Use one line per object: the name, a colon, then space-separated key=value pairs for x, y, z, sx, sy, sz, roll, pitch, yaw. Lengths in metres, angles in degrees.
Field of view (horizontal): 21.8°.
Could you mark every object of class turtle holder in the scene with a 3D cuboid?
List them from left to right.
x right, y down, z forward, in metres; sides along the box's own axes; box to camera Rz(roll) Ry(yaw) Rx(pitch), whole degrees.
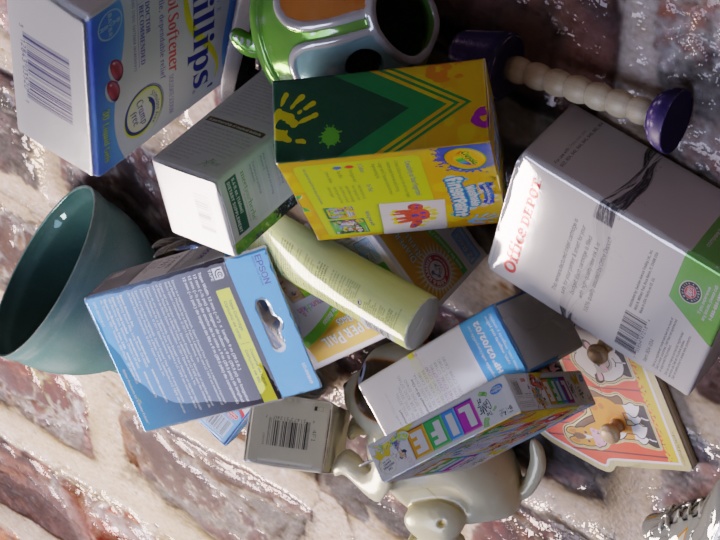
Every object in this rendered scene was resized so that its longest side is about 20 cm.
turtle holder: x=-0.001 y=-0.181 z=1.509 sx=0.131 sy=0.141 sz=0.186 roll=-2 pitch=121 yaw=45

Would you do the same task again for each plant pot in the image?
plant pot: x=-0.281 y=0.029 z=1.978 sx=0.134 sy=0.202 sz=0.200 roll=29 pitch=151 yaw=-25

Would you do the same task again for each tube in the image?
tube: x=-0.024 y=0.001 z=1.613 sx=0.199 sy=0.052 sz=0.058 roll=28 pitch=100 yaw=26

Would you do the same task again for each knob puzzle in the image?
knob puzzle: x=0.188 y=0.107 z=1.687 sx=0.219 sy=0.030 sz=0.221 roll=27 pitch=141 yaw=25

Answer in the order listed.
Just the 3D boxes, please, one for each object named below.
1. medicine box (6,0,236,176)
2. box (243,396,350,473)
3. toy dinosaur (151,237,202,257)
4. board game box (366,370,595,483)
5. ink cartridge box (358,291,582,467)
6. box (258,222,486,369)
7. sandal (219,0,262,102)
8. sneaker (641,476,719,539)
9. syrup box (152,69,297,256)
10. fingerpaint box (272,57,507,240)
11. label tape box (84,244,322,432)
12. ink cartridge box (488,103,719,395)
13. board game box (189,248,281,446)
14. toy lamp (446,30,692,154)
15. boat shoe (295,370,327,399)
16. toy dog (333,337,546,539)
medicine box: x=-0.202 y=-0.218 z=1.627 sx=0.103 sy=0.200 sz=0.183 roll=31 pitch=142 yaw=23
box: x=-0.060 y=0.161 z=1.823 sx=0.081 sy=0.069 sz=0.200 roll=7 pitch=174 yaw=7
toy dinosaur: x=-0.131 y=-0.011 z=1.810 sx=0.104 sy=0.183 sz=0.200 roll=1 pitch=156 yaw=32
board game box: x=0.105 y=0.129 z=1.567 sx=0.134 sy=0.200 sz=0.034 roll=-29 pitch=77 yaw=21
ink cartridge box: x=0.081 y=0.091 z=1.629 sx=0.199 sy=0.115 sz=0.068 roll=-33 pitch=82 yaw=31
box: x=0.000 y=0.000 z=1.703 sx=0.113 sy=0.101 sz=0.200 roll=53 pitch=139 yaw=-9
sandal: x=-0.088 y=-0.211 z=1.631 sx=0.043 sy=0.076 sz=0.201 roll=17 pitch=141 yaw=1
sneaker: x=0.295 y=0.235 z=1.669 sx=0.092 sy=0.076 sz=0.201 roll=35 pitch=142 yaw=23
syrup box: x=-0.079 y=-0.107 z=1.607 sx=0.081 sy=0.200 sz=0.079 roll=20 pitch=137 yaw=35
fingerpaint box: x=0.029 y=-0.093 z=1.486 sx=0.165 sy=0.074 sz=0.200 roll=-5 pitch=163 yaw=8
label tape box: x=-0.135 y=0.054 z=1.712 sx=0.199 sy=0.066 sz=0.144 roll=-16 pitch=106 yaw=26
ink cartridge box: x=0.215 y=-0.018 z=1.493 sx=0.199 sy=0.084 sz=0.146 roll=33 pitch=142 yaw=17
board game box: x=-0.130 y=0.051 z=1.867 sx=0.151 sy=0.037 sz=0.200 roll=41 pitch=111 yaw=7
toy lamp: x=0.158 y=-0.143 z=1.455 sx=0.199 sy=0.058 sz=0.059 roll=24 pitch=139 yaw=30
boat shoe: x=-0.121 y=0.070 z=1.935 sx=0.202 sy=0.074 sz=0.065 roll=44 pitch=139 yaw=-4
toy dog: x=0.060 y=0.162 z=1.784 sx=0.193 sy=0.140 sz=0.201 roll=-17 pitch=112 yaw=37
